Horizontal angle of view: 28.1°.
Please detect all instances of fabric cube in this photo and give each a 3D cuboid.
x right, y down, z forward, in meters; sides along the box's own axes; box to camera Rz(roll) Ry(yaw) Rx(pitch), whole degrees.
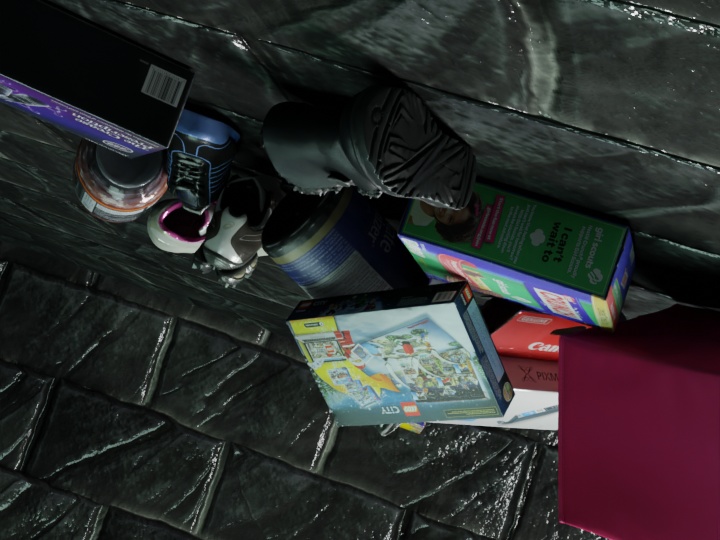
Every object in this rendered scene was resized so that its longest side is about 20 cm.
[{"bbox_3d":[0.328,0.156,1.393,0.199,0.199,0.198,-12,-165,-39],"label":"fabric cube"}]

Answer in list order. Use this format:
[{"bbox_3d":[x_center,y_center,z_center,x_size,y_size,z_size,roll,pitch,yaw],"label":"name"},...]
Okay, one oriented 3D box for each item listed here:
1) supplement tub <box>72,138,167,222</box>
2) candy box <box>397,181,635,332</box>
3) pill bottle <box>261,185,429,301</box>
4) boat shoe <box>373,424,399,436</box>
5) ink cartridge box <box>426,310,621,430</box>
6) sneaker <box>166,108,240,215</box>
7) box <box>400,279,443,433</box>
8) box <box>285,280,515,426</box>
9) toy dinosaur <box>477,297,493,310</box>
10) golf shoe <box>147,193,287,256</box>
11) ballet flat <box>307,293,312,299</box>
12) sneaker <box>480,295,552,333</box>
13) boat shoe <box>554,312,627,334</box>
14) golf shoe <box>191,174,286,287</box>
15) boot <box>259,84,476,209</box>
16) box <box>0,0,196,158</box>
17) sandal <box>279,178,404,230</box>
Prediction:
[{"bbox_3d":[-0.260,-0.114,1.577,0.106,0.108,0.200,21,171,-11],"label":"supplement tub"},{"bbox_3d":[0.150,-0.016,1.337,0.198,0.078,0.169,16,171,16],"label":"candy box"},{"bbox_3d":[0.000,0.000,1.482,0.200,0.112,0.112,44,162,-22],"label":"pill bottle"},{"bbox_3d":[0.074,0.115,1.564,0.072,0.071,0.200,-24,168,-46],"label":"boat shoe"},{"bbox_3d":[0.186,0.108,1.495,0.198,0.045,0.176,7,147,-36],"label":"ink cartridge box"},{"bbox_3d":[-0.166,-0.109,1.480,0.069,0.079,0.200,19,172,4],"label":"sneaker"},{"bbox_3d":[0.053,0.087,1.806,0.121,0.202,0.193,19,173,4],"label":"box"},{"bbox_3d":[0.038,0.085,1.420,0.198,0.038,0.138,-7,121,34],"label":"box"},{"bbox_3d":[0.096,0.043,1.636,0.180,0.106,0.200,14,136,-26],"label":"toy dinosaur"},{"bbox_3d":[-0.144,-0.053,1.638,0.197,0.076,0.092,-6,178,-7],"label":"golf shoe"},{"bbox_3d":[-0.037,0.002,1.618,0.067,0.047,0.201,24,155,31],"label":"ballet flat"},{"bbox_3d":[0.175,0.040,1.502,0.074,0.081,0.201,5,145,-15],"label":"sneaker"},{"bbox_3d":[0.246,0.053,1.592,0.074,0.093,0.201,-7,127,31],"label":"boat shoe"},{"bbox_3d":[-0.112,-0.066,1.533,0.077,0.095,0.201,21,-148,0],"label":"golf shoe"},{"bbox_3d":[-0.016,-0.102,1.165,0.167,0.077,0.200,11,175,29],"label":"boot"},{"bbox_3d":[-0.266,-0.176,1.292,0.198,0.080,0.141,23,174,-21],"label":"box"},{"bbox_3d":[0.002,-0.049,1.571,0.198,0.048,0.075,21,171,-2],"label":"sandal"}]
